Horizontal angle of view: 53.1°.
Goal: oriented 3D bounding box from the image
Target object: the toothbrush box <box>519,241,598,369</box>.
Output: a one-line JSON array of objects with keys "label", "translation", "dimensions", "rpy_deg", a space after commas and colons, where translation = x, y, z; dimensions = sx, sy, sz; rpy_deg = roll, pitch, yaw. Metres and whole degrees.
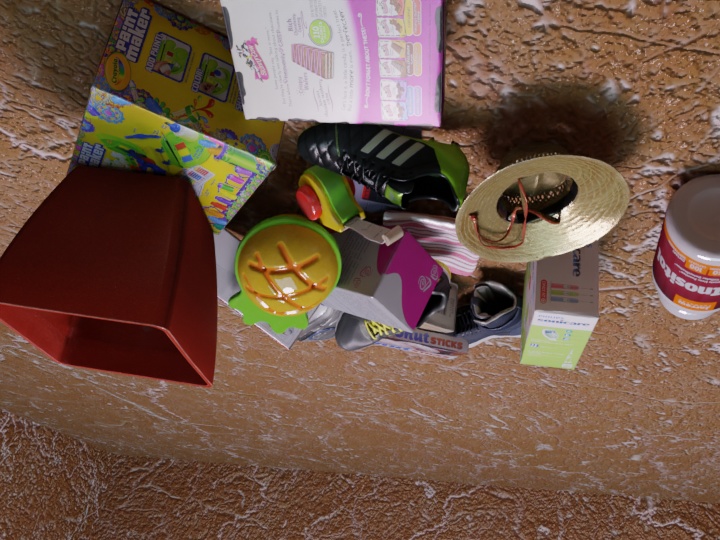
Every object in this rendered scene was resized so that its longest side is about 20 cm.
[{"label": "toothbrush box", "translation": [0.274, 0.033, 1.005], "dimensions": [0.084, 0.149, 0.201], "rpy_deg": [5, 156, 8]}]

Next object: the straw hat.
[{"label": "straw hat", "translation": [0.198, -0.098, 0.826], "dimensions": [0.195, 0.087, 0.203], "rpy_deg": [0, 147, 0]}]

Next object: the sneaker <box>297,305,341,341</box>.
[{"label": "sneaker", "translation": [-0.051, 0.053, 1.194], "dimensions": [0.073, 0.089, 0.200], "rpy_deg": [3, 145, -40]}]

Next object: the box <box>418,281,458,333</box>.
[{"label": "box", "translation": [0.060, 0.063, 1.185], "dimensions": [0.093, 0.080, 0.198], "rpy_deg": [17, 161, -31]}]

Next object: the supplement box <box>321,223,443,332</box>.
[{"label": "supplement box", "translation": [0.000, 0.000, 0.996], "dimensions": [0.198, 0.103, 0.103], "rpy_deg": [13, 159, 49]}]

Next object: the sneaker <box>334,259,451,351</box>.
[{"label": "sneaker", "translation": [0.043, 0.057, 1.032], "dimensions": [0.198, 0.085, 0.075], "rpy_deg": [-35, 110, 14]}]

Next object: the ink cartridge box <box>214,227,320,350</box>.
[{"label": "ink cartridge box", "translation": [-0.179, 0.010, 1.061], "dimensions": [0.199, 0.085, 0.175], "rpy_deg": [40, 173, -24]}]

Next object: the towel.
[{"label": "towel", "translation": [0.102, -0.034, 1.026], "dimensions": [0.142, 0.031, 0.200], "rpy_deg": [7, 165, 4]}]

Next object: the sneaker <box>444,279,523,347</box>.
[{"label": "sneaker", "translation": [0.183, 0.073, 1.179], "dimensions": [0.198, 0.079, 0.145], "rpy_deg": [-14, 157, 31]}]

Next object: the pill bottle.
[{"label": "pill bottle", "translation": [0.423, -0.017, 0.888], "dimensions": [0.110, 0.116, 0.201], "rpy_deg": [1, 154, 16]}]

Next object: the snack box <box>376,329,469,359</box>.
[{"label": "snack box", "translation": [0.070, 0.108, 1.145], "dimensions": [0.195, 0.025, 0.072], "rpy_deg": [13, 163, -14]}]

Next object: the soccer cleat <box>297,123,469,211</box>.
[{"label": "soccer cleat", "translation": [0.024, -0.114, 0.790], "dimensions": [0.194, 0.083, 0.068], "rpy_deg": [9, 147, -2]}]

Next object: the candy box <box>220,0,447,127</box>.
[{"label": "candy box", "translation": [-0.019, -0.209, 0.662], "dimensions": [0.194, 0.062, 0.138], "rpy_deg": [4, 136, 9]}]

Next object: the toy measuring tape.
[{"label": "toy measuring tape", "translation": [-0.022, -0.084, 0.833], "dimensions": [0.073, 0.075, 0.199], "rpy_deg": [29, 179, -36]}]

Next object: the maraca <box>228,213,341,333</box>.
[{"label": "maraca", "translation": [-0.099, 0.010, 0.923], "dimensions": [0.134, 0.108, 0.202], "rpy_deg": [19, 131, -10]}]

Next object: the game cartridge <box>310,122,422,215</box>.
[{"label": "game cartridge", "translation": [0.002, -0.133, 0.887], "dimensions": [0.126, 0.039, 0.201], "rpy_deg": [14, 155, 0]}]

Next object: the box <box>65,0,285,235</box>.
[{"label": "box", "translation": [-0.202, -0.158, 0.795], "dimensions": [0.189, 0.125, 0.199], "rpy_deg": [20, 153, -23]}]

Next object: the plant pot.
[{"label": "plant pot", "translation": [-0.256, 0.002, 0.795], "dimensions": [0.194, 0.180, 0.201], "rpy_deg": [8, 156, 6]}]
